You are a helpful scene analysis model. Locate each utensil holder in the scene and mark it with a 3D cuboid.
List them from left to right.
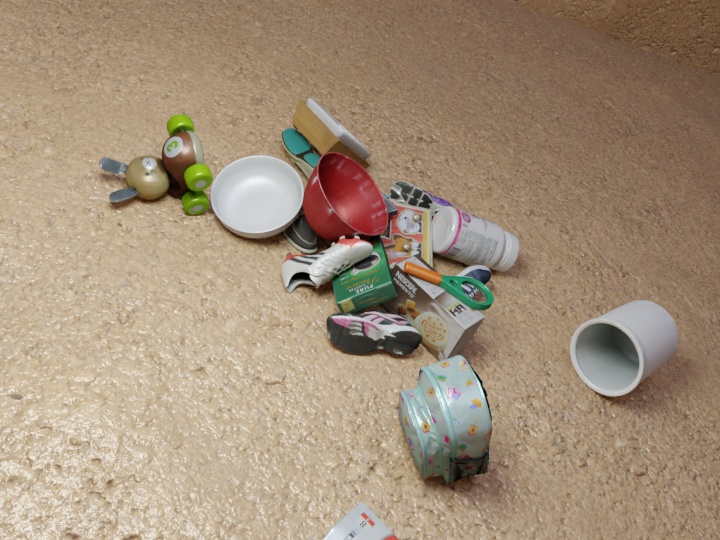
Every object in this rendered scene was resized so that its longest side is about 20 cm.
[{"bbox_3d":[0.588,0.166,1.694,0.199,0.171,0.170,-16,55,-44],"label":"utensil holder"}]

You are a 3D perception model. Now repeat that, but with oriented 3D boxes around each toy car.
[{"bbox_3d":[-0.422,-0.204,1.559,0.198,0.158,0.165,-12,62,-24],"label":"toy car"}]

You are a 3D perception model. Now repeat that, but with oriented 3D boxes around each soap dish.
[{"bbox_3d":[-0.071,-0.322,1.871,0.158,0.081,0.200,48,9,23],"label":"soap dish"}]

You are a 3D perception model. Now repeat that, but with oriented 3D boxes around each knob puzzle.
[{"bbox_3d":[0.071,-0.090,1.752,0.217,0.031,0.222,6,57,-10],"label":"knob puzzle"}]

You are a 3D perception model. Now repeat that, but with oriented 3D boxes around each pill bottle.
[{"bbox_3d":[0.268,-0.069,1.804,0.198,0.114,0.114,18,38,-25],"label":"pill bottle"}]

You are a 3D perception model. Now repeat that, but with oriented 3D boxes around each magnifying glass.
[{"bbox_3d":[0.180,0.027,1.552,0.198,0.022,0.080,23,35,-12],"label":"magnifying glass"}]

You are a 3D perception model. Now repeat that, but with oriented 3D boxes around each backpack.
[{"bbox_3d":[0.147,0.253,1.318,0.151,0.201,0.177,-8,50,-14],"label":"backpack"}]

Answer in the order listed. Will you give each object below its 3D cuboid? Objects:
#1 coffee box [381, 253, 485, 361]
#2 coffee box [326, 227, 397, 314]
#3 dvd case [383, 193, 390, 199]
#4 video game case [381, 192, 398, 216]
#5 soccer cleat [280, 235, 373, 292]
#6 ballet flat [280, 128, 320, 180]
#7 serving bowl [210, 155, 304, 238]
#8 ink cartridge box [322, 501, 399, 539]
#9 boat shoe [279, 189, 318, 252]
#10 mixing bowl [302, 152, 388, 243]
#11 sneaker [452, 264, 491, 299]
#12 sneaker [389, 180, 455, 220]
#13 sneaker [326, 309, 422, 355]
[{"bbox_3d":[0.143,0.077,1.579,0.200,0.115,0.079,45,41,20],"label":"coffee box"},{"bbox_3d":[0.000,0.000,1.575,0.122,0.044,0.201,-21,37,5],"label":"coffee box"},{"bbox_3d":[0.085,-0.127,1.848,0.198,0.022,0.147,13,41,-16],"label":"dvd case"},{"bbox_3d":[-0.033,-0.150,1.759,0.198,0.019,0.143,-19,47,-26],"label":"video game case"},{"bbox_3d":[-0.067,-0.009,1.536,0.198,0.069,0.086,-13,52,13],"label":"soccer cleat"},{"bbox_3d":[-0.135,-0.265,1.844,0.069,0.070,0.200,-10,46,-36],"label":"ballet flat"},{"bbox_3d":[-0.218,-0.147,1.636,0.197,0.066,0.202,1,58,-1],"label":"serving bowl"},{"bbox_3d":[-0.007,0.458,1.122,0.162,0.050,0.199,41,38,18],"label":"ink cartridge box"},{"bbox_3d":[-0.142,-0.125,1.684,0.071,0.061,0.202,-6,49,-32],"label":"boat shoe"},{"bbox_3d":[-0.048,-0.134,1.597,0.199,0.108,0.202,31,41,-32],"label":"mixing bowl"},{"bbox_3d":[0.235,0.057,1.679,0.198,0.071,0.108,-17,45,-33],"label":"sneaker"},{"bbox_3d":[0.159,-0.156,1.865,0.199,0.081,0.084,27,21,-12],"label":"sneaker"},{"bbox_3d":[0.019,0.115,1.513,0.198,0.081,0.087,15,26,-26],"label":"sneaker"}]
